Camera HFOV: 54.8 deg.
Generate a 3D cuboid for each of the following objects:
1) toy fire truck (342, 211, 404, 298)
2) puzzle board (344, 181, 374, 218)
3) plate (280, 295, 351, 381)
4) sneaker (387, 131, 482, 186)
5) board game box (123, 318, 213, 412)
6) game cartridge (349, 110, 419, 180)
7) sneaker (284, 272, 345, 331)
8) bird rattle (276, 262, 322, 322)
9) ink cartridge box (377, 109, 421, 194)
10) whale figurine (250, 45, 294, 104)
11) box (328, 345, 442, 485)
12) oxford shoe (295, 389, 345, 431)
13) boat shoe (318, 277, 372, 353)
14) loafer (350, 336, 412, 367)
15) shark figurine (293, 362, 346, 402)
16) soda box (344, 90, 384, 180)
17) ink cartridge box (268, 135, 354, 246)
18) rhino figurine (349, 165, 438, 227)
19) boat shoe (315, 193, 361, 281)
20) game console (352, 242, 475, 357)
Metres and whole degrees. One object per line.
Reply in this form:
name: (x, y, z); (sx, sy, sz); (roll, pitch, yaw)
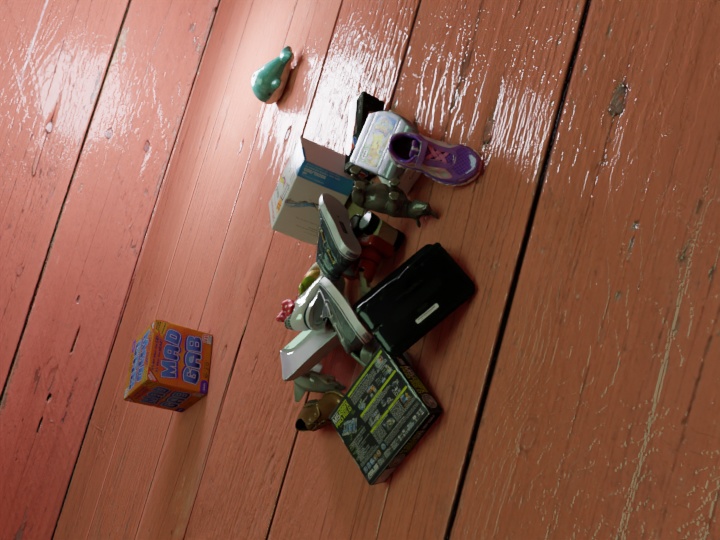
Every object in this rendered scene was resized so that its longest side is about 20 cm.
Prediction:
toy fire truck: (0.000, 0.000, 1.481); (0.175, 0.128, 0.203); (-6, 59, 57)
puzzle board: (-0.032, -0.116, 1.676); (0.150, 0.017, 0.204); (11, 83, 61)
plate: (-0.086, 0.147, 1.478); (0.199, 0.032, 0.200); (-41, 14, 1)
sneaker: (0.132, -0.218, 1.322); (0.197, 0.088, 0.082); (18, 91, 22)
board game box: (-0.604, 0.305, 2.192); (0.199, 0.197, 0.203); (-36, 45, 44)
game cartridge: (0.049, -0.271, 1.480); (0.135, 0.040, 0.200); (-63, 31, 5)
sneaker: (-0.098, 0.057, 1.528); (0.079, 0.077, 0.201); (-12, 27, 34)
bird rattle: (-0.114, 0.058, 1.672); (0.200, 0.111, 0.166); (-33, 34, 64)
ink cartridge box: (0.087, -0.247, 1.504); (0.117, 0.067, 0.201); (-56, 32, 24)
whale figurine: (-0.295, -0.658, 2.313); (0.201, 0.102, 0.161); (-53, 34, 27)
box: (0.041, 0.263, 1.271); (0.161, 0.044, 0.201); (52, 120, 34)
oxford shoe: (-0.076, 0.302, 1.443); (0.071, 0.072, 0.200); (-45, 4, -37)
boat shoe: (-0.048, 0.089, 1.363); (0.067, 0.072, 0.201); (-38, 45, -1)
loafer: (0.032, 0.170, 1.360); (0.199, 0.069, 0.071); (16, 89, 60)
shark figurine: (-0.134, 0.242, 1.546); (0.214, 0.126, 0.091); (26, 108, 60)
soda box: (0.010, -0.321, 1.665); (0.063, 0.070, 0.204); (-24, 54, 49)
ink cartridge box: (-0.123, -0.191, 1.711); (0.202, 0.142, 0.148); (-60, 24, 25)
rhino figurine: (0.066, -0.141, 1.400); (0.088, 0.197, 0.061); (87, -153, -62)
boat shoe: (-0.065, -0.072, 1.452); (0.091, 0.070, 0.202); (-50, 39, 27)
game console: (0.095, 0.051, 1.295); (0.199, 0.117, 0.177); (-39, 64, -2)
